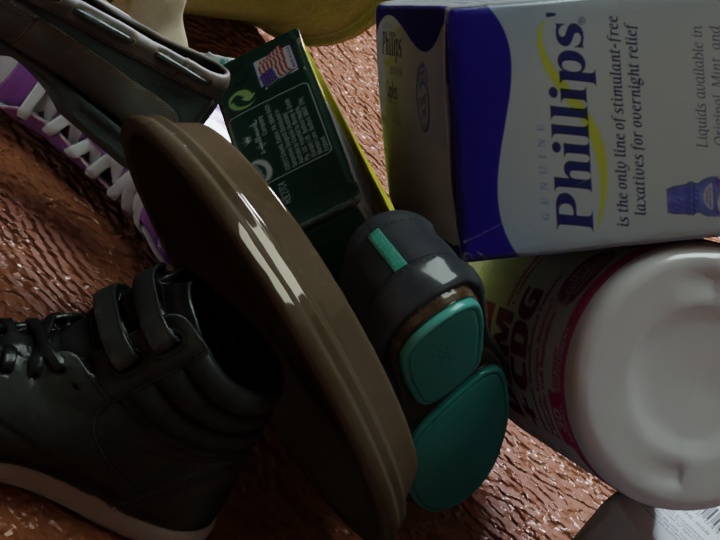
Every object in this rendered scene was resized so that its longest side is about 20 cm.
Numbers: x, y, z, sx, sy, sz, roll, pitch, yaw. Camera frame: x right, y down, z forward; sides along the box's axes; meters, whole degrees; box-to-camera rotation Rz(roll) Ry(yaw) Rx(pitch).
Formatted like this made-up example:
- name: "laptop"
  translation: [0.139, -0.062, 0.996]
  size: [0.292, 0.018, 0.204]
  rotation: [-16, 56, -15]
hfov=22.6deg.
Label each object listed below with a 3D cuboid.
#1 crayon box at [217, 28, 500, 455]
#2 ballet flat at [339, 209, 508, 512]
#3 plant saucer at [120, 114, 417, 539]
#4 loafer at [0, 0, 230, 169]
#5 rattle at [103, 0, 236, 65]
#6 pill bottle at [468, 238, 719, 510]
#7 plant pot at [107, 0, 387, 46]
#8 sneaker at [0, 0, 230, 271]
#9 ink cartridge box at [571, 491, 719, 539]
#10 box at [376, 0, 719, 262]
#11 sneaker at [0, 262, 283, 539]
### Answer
- name: "crayon box"
  translation: [0.000, 0.000, 0.860]
  size: [0.201, 0.050, 0.128]
  rotation: [59, 7, -44]
- name: "ballet flat"
  translation: [0.024, 0.036, 0.758]
  size: [0.073, 0.073, 0.201]
  rotation: [49, -13, 25]
- name: "plant saucer"
  translation: [-0.035, 0.020, 0.729]
  size: [0.201, 0.029, 0.200]
  rotation: [54, -12, 17]
- name: "loafer"
  translation: [-0.136, -0.121, 0.769]
  size: [0.200, 0.063, 0.072]
  rotation: [42, 13, -38]
- name: "rattle"
  translation: [-0.150, -0.131, 0.956]
  size: [0.143, 0.129, 0.202]
  rotation: [-29, 95, -55]
- name: "pill bottle"
  translation: [0.116, 0.033, 0.834]
  size: [0.113, 0.114, 0.200]
  rotation: [32, -1, -15]
- name: "plant pot"
  translation: [-0.088, -0.234, 1.118]
  size: [0.201, 0.201, 0.183]
  rotation: [47, 35, 22]
- name: "sneaker"
  translation: [-0.112, -0.062, 0.875]
  size: [0.199, 0.073, 0.115]
  rotation: [28, 27, -25]
- name: "ink cartridge box"
  translation: [0.180, 0.161, 0.865]
  size: [0.144, 0.084, 0.199]
  rotation: [44, 26, 15]
- name: "box"
  translation: [0.118, -0.075, 0.809]
  size: [0.198, 0.106, 0.184]
  rotation: [-5, 9, -7]
- name: "sneaker"
  translation: [-0.116, 0.028, 0.652]
  size: [0.199, 0.099, 0.071]
  rotation: [24, 27, -28]
